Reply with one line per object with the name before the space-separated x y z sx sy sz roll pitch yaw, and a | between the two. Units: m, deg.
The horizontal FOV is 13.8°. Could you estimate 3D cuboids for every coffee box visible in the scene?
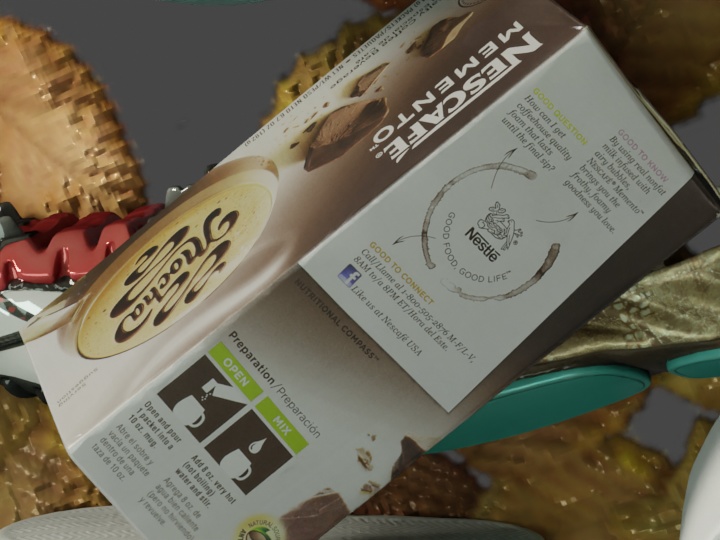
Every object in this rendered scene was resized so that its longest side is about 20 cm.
coffee box | 0.000 0.000 0.930 0.200 0.113 0.080 -39 113 2

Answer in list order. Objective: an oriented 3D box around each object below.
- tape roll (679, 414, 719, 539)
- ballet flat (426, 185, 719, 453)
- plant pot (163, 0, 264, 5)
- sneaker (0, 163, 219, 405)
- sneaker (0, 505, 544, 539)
tape roll | 0.197 0.105 0.933 0.202 0.071 0.203 5 123 8
ballet flat | 0.091 0.010 0.984 0.200 0.071 0.065 -14 75 19
plant pot | -0.060 -0.171 0.933 0.200 0.134 0.200 5 108 17
sneaker | -0.095 0.021 1.036 0.200 0.071 0.098 -8 101 19
sneaker | -0.035 0.145 1.052 0.200 0.074 0.116 3 104 16
